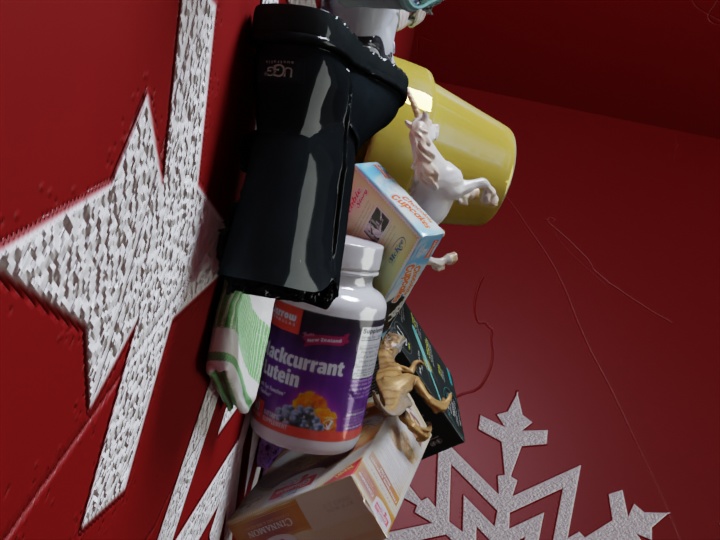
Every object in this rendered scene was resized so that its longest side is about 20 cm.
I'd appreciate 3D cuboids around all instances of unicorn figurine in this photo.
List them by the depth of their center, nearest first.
[{"bbox_3d":[0.077,-0.079,0.836,0.074,0.137,0.200,29,-80,46],"label":"unicorn figurine"}]

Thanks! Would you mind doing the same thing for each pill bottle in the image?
[{"bbox_3d":[-0.037,0.066,0.763,0.111,0.111,0.200,-62,163,-83],"label":"pill bottle"}]

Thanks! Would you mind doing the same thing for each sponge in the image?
[{"bbox_3d":[-0.092,0.168,0.991,0.200,0.030,0.112,-54,156,-86],"label":"sponge"}]

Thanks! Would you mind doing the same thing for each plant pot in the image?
[{"bbox_3d":[0.078,-0.139,0.958,0.201,0.189,0.201,-165,-90,-75],"label":"plant pot"}]

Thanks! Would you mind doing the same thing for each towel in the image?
[{"bbox_3d":[-0.074,-0.003,0.586,0.153,0.023,0.200,95,7,-69],"label":"towel"}]

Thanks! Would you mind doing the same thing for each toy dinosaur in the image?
[{"bbox_3d":[0.038,0.130,0.806,0.060,0.106,0.200,-50,-170,14],"label":"toy dinosaur"}]

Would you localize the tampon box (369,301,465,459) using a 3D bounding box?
[{"bbox_3d":[0.032,0.140,1.049,0.200,0.126,0.150,57,15,-25],"label":"tampon box"}]

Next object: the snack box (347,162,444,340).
[{"bbox_3d":[0.000,0.000,0.830,0.037,0.116,0.200,-10,140,-42],"label":"snack box"}]

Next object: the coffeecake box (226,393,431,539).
[{"bbox_3d":[-0.025,0.217,0.829,0.073,0.153,0.200,61,23,-7],"label":"coffeecake box"}]

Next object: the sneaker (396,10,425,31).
[{"bbox_3d":[0.040,-0.321,0.917,0.081,0.088,0.200,100,3,-49],"label":"sneaker"}]

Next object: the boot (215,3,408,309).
[{"bbox_3d":[-0.029,-0.063,0.514,0.200,0.076,0.168,-4,103,-75],"label":"boot"}]

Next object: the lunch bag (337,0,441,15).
[{"bbox_3d":[0.037,-0.294,0.585,0.160,0.077,0.200,-48,143,-55],"label":"lunch bag"}]

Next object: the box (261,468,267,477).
[{"bbox_3d":[-0.092,0.343,1.073,0.200,0.097,0.176,94,9,-82],"label":"box"}]

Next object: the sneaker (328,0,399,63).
[{"bbox_3d":[0.010,-0.240,0.759,0.200,0.075,0.115,-50,154,-80],"label":"sneaker"}]
